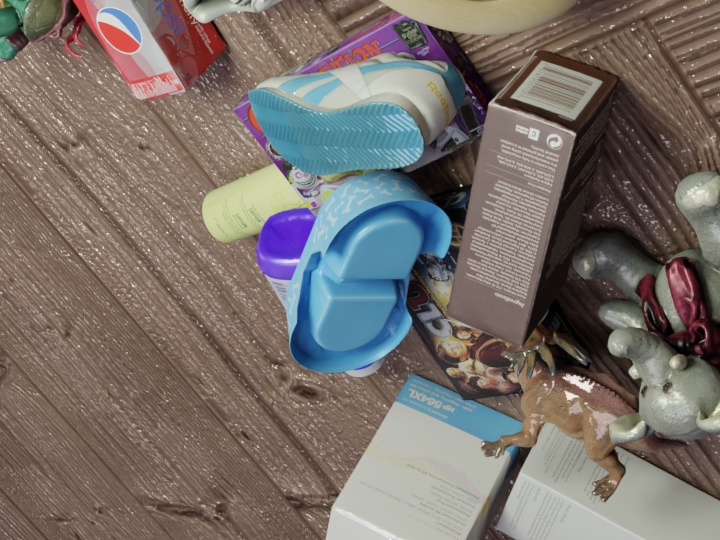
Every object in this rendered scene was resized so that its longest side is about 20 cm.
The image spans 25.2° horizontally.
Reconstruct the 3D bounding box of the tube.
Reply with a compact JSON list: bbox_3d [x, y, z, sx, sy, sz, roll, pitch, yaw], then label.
[{"bbox_3d":[-0.056,-0.073,1.413,0.199,0.052,0.058,-17,161,38],"label":"tube"}]

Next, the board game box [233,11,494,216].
[{"bbox_3d":[0.005,-0.128,1.301,0.199,0.032,0.120,-24,110,36],"label":"board game box"}]

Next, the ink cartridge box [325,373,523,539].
[{"bbox_3d":[0.053,0.226,1.511,0.124,0.200,0.129,24,140,13],"label":"ink cartridge box"}]

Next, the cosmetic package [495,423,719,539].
[{"bbox_3d":[0.235,0.231,1.475,0.199,0.085,0.108,28,141,9],"label":"cosmetic package"}]

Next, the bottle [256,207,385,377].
[{"bbox_3d":[-0.026,0.025,1.450,0.083,0.066,0.201,-3,144,20],"label":"bottle"}]

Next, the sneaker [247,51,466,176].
[{"bbox_3d":[-0.005,-0.124,1.244,0.199,0.081,0.077,9,133,44],"label":"sneaker"}]

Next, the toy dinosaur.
[{"bbox_3d":[0.184,0.106,1.336,0.198,0.086,0.136,24,133,7],"label":"toy dinosaur"}]

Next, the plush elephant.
[{"bbox_3d":[0.245,0.058,1.235,0.200,0.155,0.164,49,140,-15],"label":"plush elephant"}]

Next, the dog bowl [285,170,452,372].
[{"bbox_3d":[0.000,0.000,1.338,0.110,0.050,0.201,0,134,-27],"label":"dog bowl"}]

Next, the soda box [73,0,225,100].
[{"bbox_3d":[-0.196,-0.241,1.325,0.063,0.070,0.201,-7,124,40],"label":"soda box"}]

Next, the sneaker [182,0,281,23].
[{"bbox_3d":[-0.056,-0.235,1.223,0.199,0.081,0.075,-14,119,42],"label":"sneaker"}]

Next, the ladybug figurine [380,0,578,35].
[{"bbox_3d":[0.070,-0.235,1.101,0.198,0.072,0.137,18,109,-14],"label":"ladybug figurine"}]

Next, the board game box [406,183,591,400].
[{"bbox_3d":[0.097,0.023,1.406,0.135,0.035,0.201,-13,121,43],"label":"board game box"}]

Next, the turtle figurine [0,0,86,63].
[{"bbox_3d":[-0.285,-0.234,1.344,0.100,0.200,0.151,15,109,13],"label":"turtle figurine"}]

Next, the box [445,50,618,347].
[{"bbox_3d":[0.129,-0.054,1.229,0.074,0.100,0.201,21,128,17],"label":"box"}]
